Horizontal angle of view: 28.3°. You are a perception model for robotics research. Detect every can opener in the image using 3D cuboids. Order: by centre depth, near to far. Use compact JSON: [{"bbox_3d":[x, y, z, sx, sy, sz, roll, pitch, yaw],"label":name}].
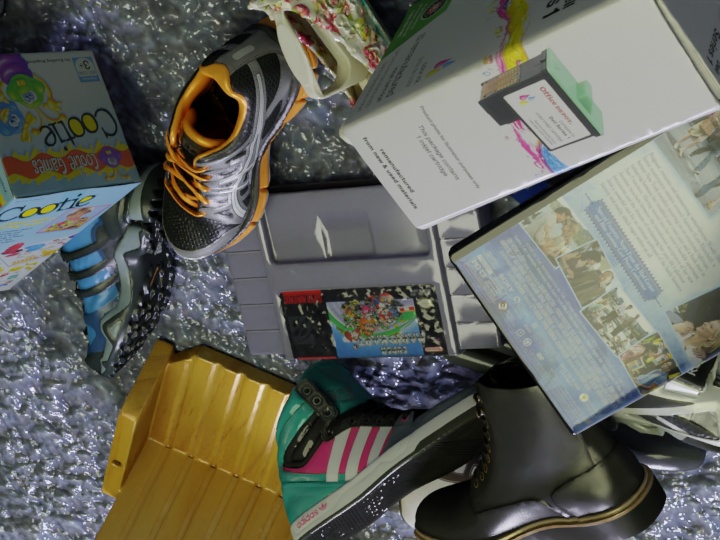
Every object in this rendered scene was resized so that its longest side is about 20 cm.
[{"bbox_3d":[0.152,0.084,1.013,0.200,0.067,0.053,19,133,6],"label":"can opener"}]

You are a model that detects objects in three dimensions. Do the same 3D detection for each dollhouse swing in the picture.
[{"bbox_3d":[-0.121,0.199,1.151,0.200,0.176,0.182,24,134,3],"label":"dollhouse swing"}]

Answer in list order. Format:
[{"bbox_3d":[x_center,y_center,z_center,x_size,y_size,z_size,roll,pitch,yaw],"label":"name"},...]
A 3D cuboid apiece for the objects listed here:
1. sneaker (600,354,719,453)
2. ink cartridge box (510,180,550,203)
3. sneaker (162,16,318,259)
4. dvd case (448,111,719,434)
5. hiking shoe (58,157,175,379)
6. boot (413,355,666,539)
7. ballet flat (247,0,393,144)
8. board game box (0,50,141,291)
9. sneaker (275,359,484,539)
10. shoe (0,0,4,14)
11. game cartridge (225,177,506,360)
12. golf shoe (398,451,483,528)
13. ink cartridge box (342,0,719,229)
[{"bbox_3d":[0.205,0.062,0.905,0.200,0.074,0.089,-1,136,35],"label":"sneaker"},{"bbox_3d":[0.188,-0.002,0.936,0.200,0.039,0.099,39,142,-10],"label":"ink cartridge box"},{"bbox_3d":[-0.100,-0.083,0.955,0.078,0.077,0.200,40,130,18],"label":"sneaker"},{"bbox_3d":[0.173,-0.006,0.849,0.200,0.018,0.143,-32,102,16],"label":"dvd case"},{"bbox_3d":[-0.190,-0.009,1.083,0.087,0.074,0.200,25,124,12],"label":"hiking shoe"},{"bbox_3d":[0.093,0.122,0.981,0.200,0.077,0.138,-20,114,38],"label":"boot"},{"bbox_3d":[-0.002,-0.119,0.897,0.200,0.064,0.076,50,161,-23],"label":"ballet flat"},{"bbox_3d":[-0.261,-0.061,1.002,0.200,0.105,0.103,-31,77,43],"label":"board game box"},{"bbox_3d":[0.011,0.112,1.074,0.200,0.121,0.084,-36,151,20],"label":"sneaker"},{"bbox_3d":[-0.340,-0.146,1.006,0.200,0.091,0.071,-22,117,35],"label":"shoe"},{"bbox_3d":[0.000,0.000,1.007,0.200,0.038,0.130,-3,106,25],"label":"game cartridge"},{"bbox_3d":[0.101,0.181,1.100,0.200,0.095,0.078,-23,118,37],"label":"golf shoe"},{"bbox_3d":[0.108,-0.123,0.801,0.200,0.145,0.084,-21,118,35],"label":"ink cartridge box"}]
